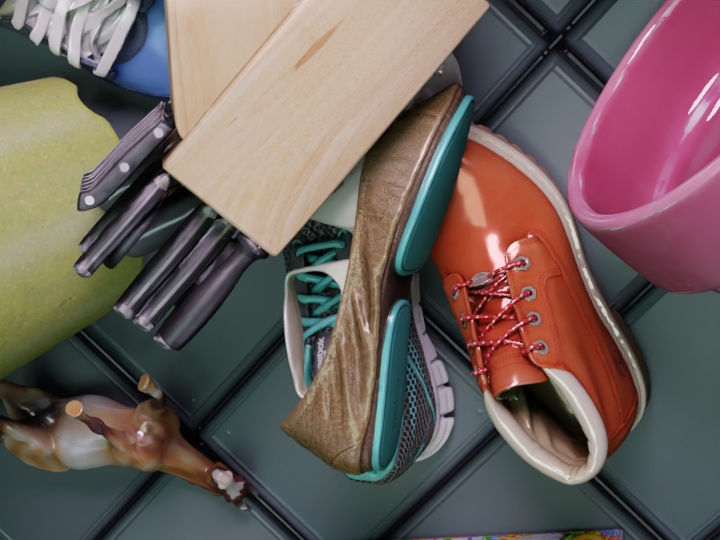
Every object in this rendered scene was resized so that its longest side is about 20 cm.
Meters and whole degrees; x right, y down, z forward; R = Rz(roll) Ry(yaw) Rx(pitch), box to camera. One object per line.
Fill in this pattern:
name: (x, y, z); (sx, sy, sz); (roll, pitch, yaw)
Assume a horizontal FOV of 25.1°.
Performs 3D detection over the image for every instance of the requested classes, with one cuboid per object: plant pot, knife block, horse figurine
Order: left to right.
plant pot: (-0.219, -0.014, 0.854); (0.200, 0.184, 0.201); (37, 141, 39)
horse figurine: (-0.169, 0.092, 0.950); (0.199, 0.133, 0.050); (2, 67, 18)
knife block: (-0.039, -0.049, 0.768); (0.199, 0.064, 0.177); (-5, 105, -7)
plant pot: (0.223, -0.049, 0.722); (0.179, 0.200, 0.200); (35, 117, -14)

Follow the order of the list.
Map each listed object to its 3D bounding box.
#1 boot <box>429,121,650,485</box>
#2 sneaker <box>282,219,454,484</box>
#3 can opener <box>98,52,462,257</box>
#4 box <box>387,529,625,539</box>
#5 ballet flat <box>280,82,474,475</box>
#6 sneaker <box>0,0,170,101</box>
boot: (0.078, 0.015, 0.830); (0.075, 0.107, 0.200); (-32, 95, 28)
sneaker: (-0.004, 0.025, 0.868); (0.077, 0.091, 0.201); (-16, 103, 22)
can opener: (-0.040, -0.069, 0.827); (0.199, 0.066, 0.053); (-26, 112, -2)
box: (0.043, 0.242, 0.871); (0.192, 0.200, 0.123); (-7, 107, 21)
ballet flat: (0.000, 0.000, 0.801); (0.072, 0.068, 0.201); (15, 99, 15)
sneaker: (-0.172, -0.140, 0.832); (0.200, 0.146, 0.081); (37, 116, 3)
